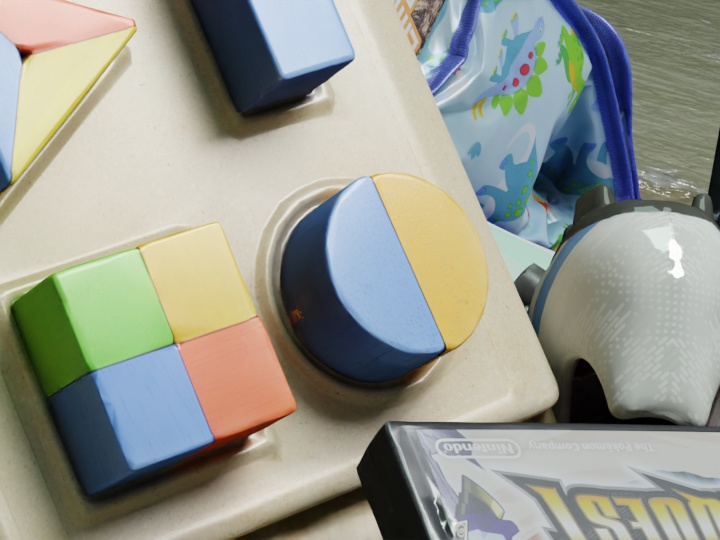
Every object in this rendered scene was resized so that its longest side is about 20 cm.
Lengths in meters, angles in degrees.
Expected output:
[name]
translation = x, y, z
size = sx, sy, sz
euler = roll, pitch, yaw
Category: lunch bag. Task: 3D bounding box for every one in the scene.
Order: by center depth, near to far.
[lunch bag]
translation = 0.021, -0.080, 1.179
size = 0.170, 0.128, 0.200
euler = 23, -12, 35

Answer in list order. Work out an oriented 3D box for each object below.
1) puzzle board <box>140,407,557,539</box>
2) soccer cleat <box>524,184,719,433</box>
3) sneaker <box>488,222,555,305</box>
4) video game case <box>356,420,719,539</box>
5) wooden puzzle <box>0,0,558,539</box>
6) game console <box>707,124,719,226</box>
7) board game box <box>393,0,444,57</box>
[puzzle board]
translation = -0.003, 0.079, 0.734
size = 0.150, 0.017, 0.201
euler = 3, 49, -24
[soccer cleat]
translation = 0.070, 0.050, 0.849
size = 0.069, 0.200, 0.087
euler = 4, 63, -4
[sneaker]
translation = 0.000, 0.000, 1.008
size = 0.200, 0.074, 0.118
euler = 20, 12, 10
[video game case]
translation = 0.115, 0.117, 0.708
size = 0.199, 0.026, 0.181
euler = 3, 47, -30
[wooden puzzle]
translation = -0.042, -0.026, 0.723
size = 0.199, 0.186, 0.046
euler = -18, -8, -39
[game console]
translation = 0.185, -0.041, 1.088
size = 0.116, 0.177, 0.200
euler = 31, -28, -35
[board game box]
translation = -0.035, -0.170, 1.070
size = 0.159, 0.201, 0.097
euler = 13, -23, 31
